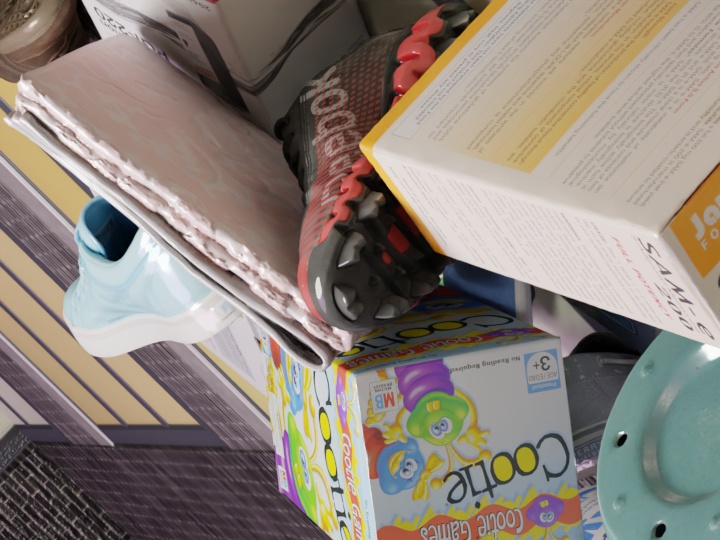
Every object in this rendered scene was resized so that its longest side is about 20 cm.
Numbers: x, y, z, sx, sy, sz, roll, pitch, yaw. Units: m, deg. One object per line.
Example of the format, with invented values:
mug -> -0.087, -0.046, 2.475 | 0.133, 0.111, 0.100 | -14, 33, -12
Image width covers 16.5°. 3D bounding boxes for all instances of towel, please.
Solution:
towel -> -0.066, -0.038, 1.205 | 0.200, 0.032, 0.191 | 39, -163, 1

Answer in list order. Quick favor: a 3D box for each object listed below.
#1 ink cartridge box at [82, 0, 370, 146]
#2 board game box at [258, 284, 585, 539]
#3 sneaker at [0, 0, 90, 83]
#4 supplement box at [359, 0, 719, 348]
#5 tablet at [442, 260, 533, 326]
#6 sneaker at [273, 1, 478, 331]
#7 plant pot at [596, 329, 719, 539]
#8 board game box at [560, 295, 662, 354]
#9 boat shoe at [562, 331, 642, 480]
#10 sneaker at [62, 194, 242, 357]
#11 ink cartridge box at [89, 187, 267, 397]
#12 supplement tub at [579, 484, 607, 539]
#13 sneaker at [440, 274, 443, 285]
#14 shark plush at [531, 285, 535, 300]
ink cartridge box -> -0.083, -0.160, 1.283 | 0.146, 0.085, 0.200 | 33, 164, 29
board game box -> 0.025, 0.074, 1.230 | 0.200, 0.105, 0.103 | -154, 55, -73
sneaker -> -0.205, -0.159, 1.636 | 0.076, 0.070, 0.200 | 27, 172, -19
supplement box -> 0.111, -0.053, 1.025 | 0.200, 0.126, 0.074 | 21, 153, 53
tablet -> 0.065, 0.010, 1.271 | 0.130, 0.014, 0.200 | -130, 33, -64
sneaker -> 0.002, -0.043, 1.155 | 0.098, 0.200, 0.071 | -11, 128, 31
plant pot -> 0.194, 0.093, 1.004 | 0.161, 0.201, 0.201 | 31, 171, -28
board game box -> 0.170, 0.017, 1.206 | 0.200, 0.037, 0.151 | 37, 164, 22
boat shoe -> 0.140, 0.064, 1.314 | 0.072, 0.070, 0.201 | 70, -162, 7
sneaker -> -0.116, -0.009, 1.290 | 0.082, 0.074, 0.200 | 52, 153, -14
ink cartridge box -> -0.083, -0.008, 1.656 | 0.176, 0.084, 0.200 | 38, 164, 28
supplement tub -> 0.187, 0.197, 1.485 | 0.132, 0.132, 0.200 | 46, 163, -13
sneaker -> 0.000, 0.000, 1.397 | 0.200, 0.074, 0.084 | 0, -179, 27
shark plush -> 0.068, 0.047, 1.503 | 0.083, 0.091, 0.200 | 6, 149, 9
